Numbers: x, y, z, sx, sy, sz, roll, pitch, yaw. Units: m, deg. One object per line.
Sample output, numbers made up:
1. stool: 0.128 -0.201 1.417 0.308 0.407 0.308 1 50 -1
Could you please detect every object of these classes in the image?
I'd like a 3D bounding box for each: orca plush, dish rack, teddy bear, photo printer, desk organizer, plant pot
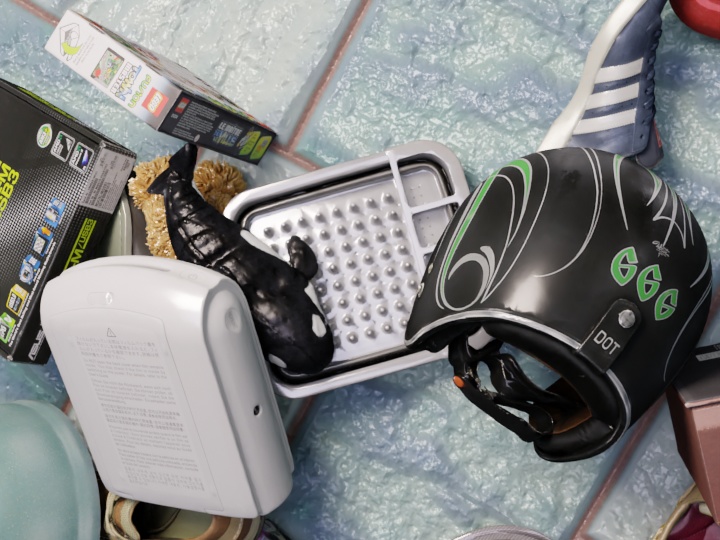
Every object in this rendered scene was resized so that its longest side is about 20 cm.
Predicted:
1. orca plush: -0.090 -0.007 0.786 0.105 0.071 0.201 -25 84 -1
2. dish rack: 0.000 0.000 0.840 0.199 0.044 0.173 -16 85 -1
3. teddy bear: -0.133 0.000 0.858 0.067 0.145 0.201 -16 60 52
4. photo printer: -0.146 0.082 0.782 0.166 0.069 0.201 1 119 29
5. desk organizer: 0.251 0.102 0.707 0.071 0.200 0.077 -13 91 11
6. plant pot: -0.330 0.208 0.862 0.199 0.134 0.202 -5 82 37

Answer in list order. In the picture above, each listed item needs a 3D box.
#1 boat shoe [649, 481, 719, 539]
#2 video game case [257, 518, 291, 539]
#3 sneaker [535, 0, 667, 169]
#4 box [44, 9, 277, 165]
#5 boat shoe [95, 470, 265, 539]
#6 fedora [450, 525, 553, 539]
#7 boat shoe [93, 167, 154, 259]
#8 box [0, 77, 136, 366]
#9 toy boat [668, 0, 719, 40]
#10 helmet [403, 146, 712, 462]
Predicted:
1. boat shoe: 0.272 0.180 0.767 0.074 0.066 0.200 36 98 13
2. video game case: -0.074 0.343 0.873 0.181 0.036 0.200 39 98 11
3. sneaker: 0.202 -0.127 0.786 0.084 0.075 0.201 30 114 12
4. box: -0.148 -0.138 0.821 0.110 0.200 0.035 37 98 13
5. boat shoe: -0.176 0.196 0.872 0.199 0.074 0.076 -7 80 28
6. fedora: 0.114 0.301 0.780 0.176 0.090 0.201 -19 87 2
7. boat shoe: -0.190 -0.004 0.904 0.072 0.060 0.202 -20 80 48
8. box: -0.299 -0.048 0.908 0.193 0.047 0.201 30 97 34
9. toy boat: 0.319 -0.218 0.731 0.199 0.131 0.131 22 95 15
10. helmet: 0.140 0.010 0.714 0.199 0.200 0.191 23 56 15
